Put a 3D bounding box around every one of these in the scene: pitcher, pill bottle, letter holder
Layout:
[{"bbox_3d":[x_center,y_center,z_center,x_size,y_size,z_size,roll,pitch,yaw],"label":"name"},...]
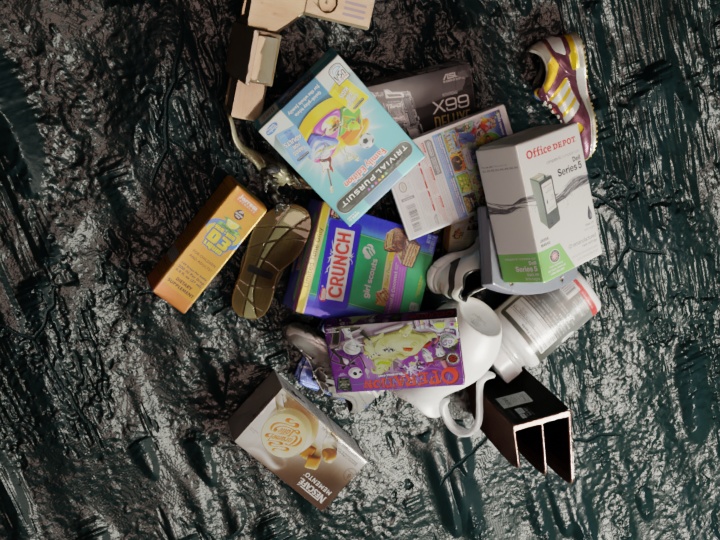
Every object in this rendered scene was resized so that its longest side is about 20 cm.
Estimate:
[{"bbox_3d":[0.153,0.154,1.593,0.171,0.121,0.201,39,124,6],"label":"pitcher"},{"bbox_3d":[0.284,0.083,1.663,0.199,0.114,0.114,-41,113,-1],"label":"pill bottle"},{"bbox_3d":[0.260,0.261,1.662,0.099,0.200,0.144,-13,110,-12],"label":"letter holder"}]

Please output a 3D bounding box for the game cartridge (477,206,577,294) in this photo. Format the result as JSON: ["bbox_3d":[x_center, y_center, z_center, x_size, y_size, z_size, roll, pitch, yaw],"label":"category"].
[{"bbox_3d":[0.254,-0.031,1.546,0.198,0.040,0.136,-3,86,-39],"label":"game cartridge"}]

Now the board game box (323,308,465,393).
[{"bbox_3d":[0.051,0.121,1.507,0.197,0.032,0.121,-5,122,10],"label":"board game box"}]

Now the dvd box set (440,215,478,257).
[{"bbox_3d":[0.205,-0.093,1.601,0.144,0.029,0.202,-7,123,-16],"label":"dvd box set"}]

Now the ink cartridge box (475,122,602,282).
[{"bbox_3d":[0.260,-0.099,1.476,0.144,0.083,0.203,-23,104,-37],"label":"ink cartridge box"}]

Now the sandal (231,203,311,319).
[{"bbox_3d":[-0.139,-0.019,1.543,0.079,0.054,0.202,24,113,-8],"label":"sandal"}]

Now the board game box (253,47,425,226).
[{"bbox_3d":[-0.027,-0.184,1.429,0.151,0.047,0.200,-42,117,7],"label":"board game box"}]

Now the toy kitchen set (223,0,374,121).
[{"bbox_3d":[-0.082,-0.297,1.415,0.178,0.163,0.203,8,104,-18],"label":"toy kitchen set"}]

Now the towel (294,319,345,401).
[{"bbox_3d":[-0.005,0.114,1.636,0.143,0.024,0.202,23,98,-22],"label":"towel"}]

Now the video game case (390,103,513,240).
[{"bbox_3d":[0.140,-0.146,1.514,0.197,0.018,0.145,-21,108,-1],"label":"video game case"}]

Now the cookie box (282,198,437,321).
[{"bbox_3d":[0.000,0.000,1.558,0.197,0.075,0.174,15,89,-21],"label":"cookie box"}]

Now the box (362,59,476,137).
[{"bbox_3d":[0.079,-0.219,1.545,0.197,0.050,0.160,-14,111,-13],"label":"box"}]

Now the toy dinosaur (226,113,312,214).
[{"bbox_3d":[-0.129,-0.140,1.459,0.047,0.089,0.200,-29,145,19],"label":"toy dinosaur"}]

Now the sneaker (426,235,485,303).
[{"bbox_3d":[0.199,-0.015,1.566,0.199,0.080,0.074,-37,128,-15],"label":"sneaker"}]

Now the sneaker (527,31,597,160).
[{"bbox_3d":[0.313,-0.266,1.596,0.089,0.075,0.203,-14,103,-3],"label":"sneaker"}]

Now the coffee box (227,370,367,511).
[{"bbox_3d":[-0.100,0.272,1.624,0.114,0.080,0.200,-45,113,1],"label":"coffee box"}]

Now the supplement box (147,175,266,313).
[{"bbox_3d":[-0.227,-0.039,1.502,0.066,0.069,0.201,37,91,-25],"label":"supplement box"}]

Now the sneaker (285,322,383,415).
[{"bbox_3d":[-0.047,0.157,1.583,0.200,0.075,0.082,41,88,-25],"label":"sneaker"}]
